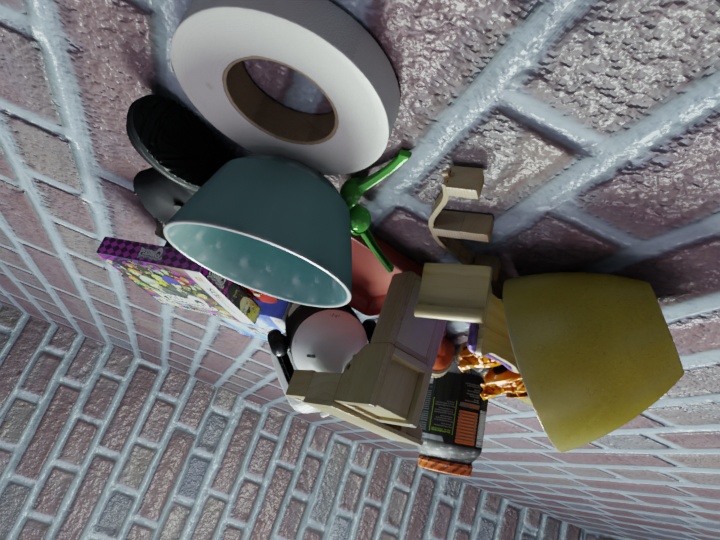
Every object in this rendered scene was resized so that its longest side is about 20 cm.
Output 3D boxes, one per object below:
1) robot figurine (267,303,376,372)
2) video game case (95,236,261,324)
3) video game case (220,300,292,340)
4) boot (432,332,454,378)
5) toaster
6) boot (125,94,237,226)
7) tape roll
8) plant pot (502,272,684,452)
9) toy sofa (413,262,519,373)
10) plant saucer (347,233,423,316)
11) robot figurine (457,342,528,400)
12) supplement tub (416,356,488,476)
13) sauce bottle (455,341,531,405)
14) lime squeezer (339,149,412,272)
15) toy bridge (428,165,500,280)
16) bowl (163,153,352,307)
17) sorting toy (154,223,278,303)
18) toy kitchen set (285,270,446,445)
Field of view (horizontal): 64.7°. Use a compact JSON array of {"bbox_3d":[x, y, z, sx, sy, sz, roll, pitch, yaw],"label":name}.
[{"bbox_3d":[-0.058,0.106,0.923,0.125,0.150,0.200,48,180,-18],"label":"robot figurine"},{"bbox_3d":[-0.280,0.018,0.894,0.199,0.036,0.181,10,154,22],"label":"video game case"},{"bbox_3d":[-0.209,0.103,1.201,0.199,0.046,0.181,10,155,23],"label":"video game case"},{"bbox_3d":[0.114,0.115,0.925,0.075,0.107,0.200,41,-162,30],"label":"boot"},{"bbox_3d":[-0.087,0.175,1.077,0.113,0.200,0.129,-28,166,22],"label":"toaster"},{"bbox_3d":[-0.227,-0.114,0.677,0.168,0.077,0.200,-4,154,37],"label":"boot"},{"bbox_3d":[-0.065,-0.158,0.498,0.202,0.037,0.203,17,158,7],"label":"tape roll"},{"bbox_3d":[0.260,0.083,0.622,0.142,0.200,0.200,-20,141,23],"label":"plant pot"},{"bbox_3d":[0.143,0.063,0.701,0.083,0.098,0.200,5,168,31],"label":"toy sofa"},{"bbox_3d":[0.000,0.000,0.807,0.199,0.037,0.200,32,154,-28],"label":"plant saucer"},{"bbox_3d":[0.253,0.141,0.845,0.200,0.058,0.145,-18,120,43],"label":"robot figurine"},{"bbox_3d":[0.167,0.262,1.034,0.122,0.201,0.123,11,166,3],"label":"supplement tub"},{"bbox_3d":[0.255,0.178,0.968,0.200,0.065,0.065,26,157,-16],"label":"sauce bottle"},{"bbox_3d":[0.012,-0.068,0.637,0.070,0.038,0.200,3,145,0],"label":"lime squeezer"},{"bbox_3d":[0.109,-0.049,0.617,0.067,0.027,0.200,10,157,24],"label":"toy bridge"},{"bbox_3d":[-0.090,-0.047,0.595,0.200,0.105,0.201,16,162,5],"label":"bowl"},{"bbox_3d":[-0.218,-0.010,0.919,0.200,0.070,0.199,35,153,-32],"label":"sorting toy"},{"bbox_3d":[0.038,0.129,0.790,0.163,0.181,0.200,32,155,-29],"label":"toy kitchen set"}]
